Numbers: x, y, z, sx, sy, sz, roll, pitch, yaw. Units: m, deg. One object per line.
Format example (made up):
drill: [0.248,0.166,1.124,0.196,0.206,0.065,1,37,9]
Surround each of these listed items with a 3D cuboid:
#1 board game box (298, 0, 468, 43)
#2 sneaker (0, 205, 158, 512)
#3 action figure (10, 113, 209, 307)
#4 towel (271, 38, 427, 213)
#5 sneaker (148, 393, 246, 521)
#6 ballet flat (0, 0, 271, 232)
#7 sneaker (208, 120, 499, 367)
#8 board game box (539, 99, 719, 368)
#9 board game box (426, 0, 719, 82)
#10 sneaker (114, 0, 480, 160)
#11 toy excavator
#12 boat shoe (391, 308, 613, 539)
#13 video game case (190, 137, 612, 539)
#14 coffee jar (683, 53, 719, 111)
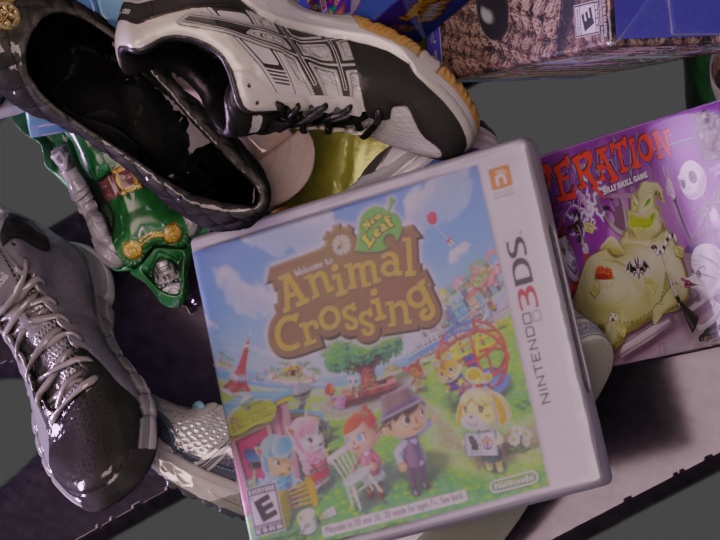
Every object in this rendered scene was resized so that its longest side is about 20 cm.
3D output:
board game box: [0.019,-0.198,1.468,0.044,0.200,0.135,-4,77,-24]
sneaker: [-0.181,0.038,1.528,0.075,0.115,0.201,-38,41,13]
action figure: [-0.140,-0.073,1.592,0.117,0.055,0.201,-24,89,1]
towel: [-0.004,-0.057,1.573,0.085,0.018,0.202,9,93,12]
sneaker: [-0.046,0.099,1.564,0.199,0.078,0.087,25,92,5]
ballet flat: [-0.126,-0.092,1.459,0.199,0.057,0.067,35,75,-13]
sneaker: [0.000,0.000,1.514,0.200,0.076,0.077,-40,47,12]
board game box: [0.146,-0.013,1.460,0.200,0.032,0.121,-17,80,56]
board game box: [0.115,-0.184,1.433,0.096,0.200,0.161,-4,89,-25]
sneaker: [-0.037,-0.095,1.459,0.199,0.076,0.088,27,63,-4]
toy excavator: [-0.136,-0.116,1.526,0.198,0.100,0.196,-11,88,-5]
boat shoe: [0.054,0.096,1.496,0.201,0.070,0.072,-54,52,13]
video game case: [0.018,0.045,1.461,0.199,0.022,0.183,-16,79,21]
coffee jar: [0.215,-0.086,1.470,0.103,0.085,0.202,-2,91,17]
